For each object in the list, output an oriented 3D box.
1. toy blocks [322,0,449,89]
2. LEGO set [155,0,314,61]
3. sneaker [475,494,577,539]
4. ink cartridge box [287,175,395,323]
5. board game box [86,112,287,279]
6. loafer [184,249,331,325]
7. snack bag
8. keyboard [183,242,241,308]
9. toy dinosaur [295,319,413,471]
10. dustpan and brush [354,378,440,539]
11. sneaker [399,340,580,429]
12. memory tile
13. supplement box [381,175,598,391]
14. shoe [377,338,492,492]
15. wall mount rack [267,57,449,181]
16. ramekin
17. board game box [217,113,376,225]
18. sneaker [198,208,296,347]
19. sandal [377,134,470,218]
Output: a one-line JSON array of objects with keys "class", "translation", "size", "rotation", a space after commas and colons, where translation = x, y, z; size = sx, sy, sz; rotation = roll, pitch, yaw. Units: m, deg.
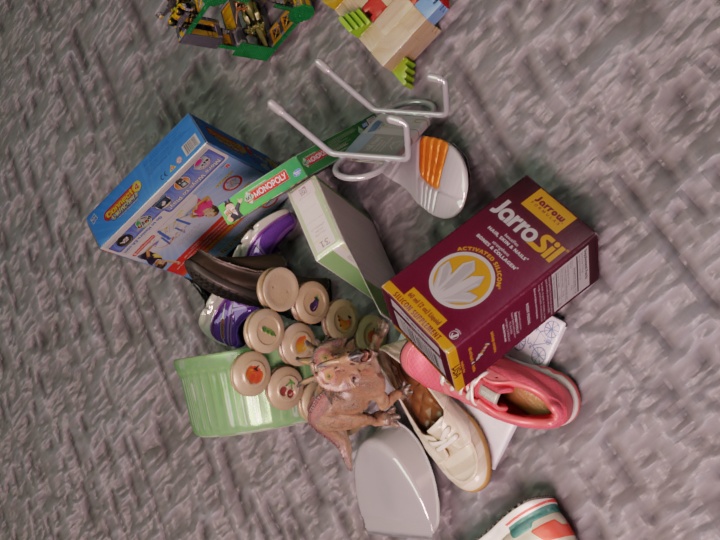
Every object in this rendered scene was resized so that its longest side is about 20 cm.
[{"class": "toy blocks", "translation": [0.040, -0.342, 1.191], "size": [0.137, 0.100, 0.200], "rotation": [-44, 70, 18]}, {"class": "LEGO set", "translation": [-0.169, -0.371, 1.309], "size": [0.154, 0.199, 0.117], "rotation": [-45, 56, 51]}, {"class": "sneaker", "translation": [0.154, 0.329, 1.040], "size": [0.200, 0.070, 0.094], "rotation": [-49, 52, 22]}, {"class": "ink cartridge box", "translation": [0.000, 0.000, 1.137], "size": [0.048, 0.145, 0.201], "rotation": [-32, 60, 15]}, {"class": "board game box", "translation": [-0.217, -0.088, 1.282], "size": [0.200, 0.196, 0.056], "rotation": [-41, 61, 15]}, {"class": "loafer", "translation": [-0.125, 0.010, 1.248], "size": [0.073, 0.199, 0.072], "rotation": [160, 128, -70]}, {"class": "snack bag", "translation": [0.119, 0.094, 1.123], "size": [0.200, 0.021, 0.190], "rotation": [35, 108, 36]}, {"class": "keyboard", "translation": [-0.197, -0.001, 1.395], "size": [0.104, 0.040, 0.200], "rotation": [-39, 59, 4]}, {"class": "toy dinosaur", "translation": [-0.022, 0.135, 1.077], "size": [0.086, 0.135, 0.201], "rotation": [46, 128, 36]}, {"class": "dustpan and brush", "translation": [0.035, 0.206, 1.155], "size": [0.139, 0.057, 0.201], "rotation": [-15, 93, 54]}, {"class": "sneaker", "translation": [0.131, 0.113, 1.027], "size": [0.199, 0.087, 0.074], "rotation": [17, 100, 16]}, {"class": "memory tile", "translation": [-0.054, 0.095, 1.139], "size": [0.017, 0.199, 0.154], "rotation": [-2, 66, 50]}, {"class": "supplement box", "translation": [0.136, 0.012, 1.011], "size": [0.200, 0.086, 0.110], "rotation": [-37, 56, -12]}, {"class": "shoe", "translation": [0.077, 0.162, 1.104], "size": [0.070, 0.053, 0.201], "rotation": [-49, 56, 28]}, {"class": "wall mount rack", "translation": [0.001, -0.181, 1.124], "size": [0.173, 0.200, 0.075], "rotation": [9, 127, 26]}, {"class": "ramekin", "translation": [-0.124, 0.142, 1.211], "size": [0.199, 0.199, 0.099], "rotation": [-12, 86, 38]}, {"class": "board game box", "translation": [-0.068, -0.124, 1.188], "size": [0.134, 0.200, 0.029], "rotation": [-27, 97, 34]}, {"class": "sneaker", "translation": [-0.135, 0.011, 1.311], "size": [0.083, 0.081, 0.201], "rotation": [29, 94, 8]}, {"class": "sandal", "translation": [0.086, -0.121, 1.151], "size": [0.207, 0.059, 0.080], "rotation": [45, 121, 56]}]
